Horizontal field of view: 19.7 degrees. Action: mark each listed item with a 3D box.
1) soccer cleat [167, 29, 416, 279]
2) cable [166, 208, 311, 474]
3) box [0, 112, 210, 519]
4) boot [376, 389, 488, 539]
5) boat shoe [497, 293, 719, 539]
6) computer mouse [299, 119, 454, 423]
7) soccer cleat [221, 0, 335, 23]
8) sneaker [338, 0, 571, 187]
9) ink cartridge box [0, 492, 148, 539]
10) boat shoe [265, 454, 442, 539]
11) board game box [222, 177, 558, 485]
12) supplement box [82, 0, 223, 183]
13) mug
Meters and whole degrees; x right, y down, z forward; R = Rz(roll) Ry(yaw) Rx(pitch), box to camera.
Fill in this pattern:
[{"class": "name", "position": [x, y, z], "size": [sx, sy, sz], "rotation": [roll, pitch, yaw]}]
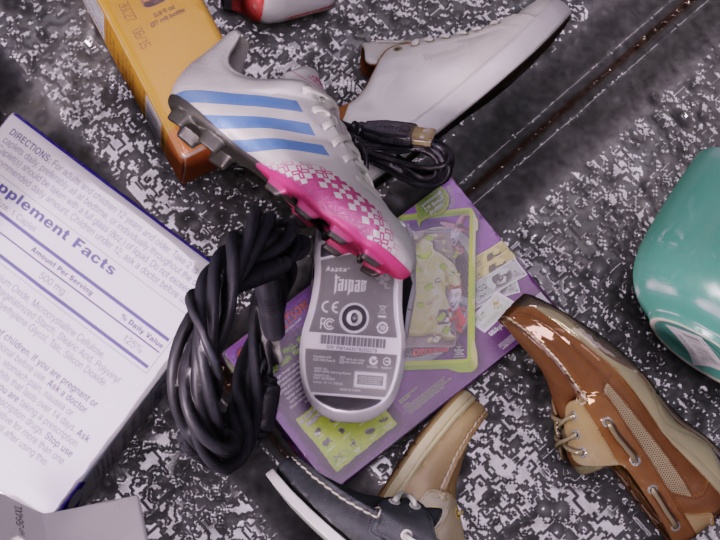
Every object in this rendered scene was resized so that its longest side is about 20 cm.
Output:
[{"class": "soccer cleat", "position": [-0.031, -0.078, 1.317], "size": [0.200, 0.070, 0.087], "rotation": [37, 82, 11]}, {"class": "cable", "position": [-0.069, 0.043, 1.266], "size": [0.050, 0.200, 0.164], "rotation": [18, 81, 11]}, {"class": "box", "position": [-0.210, 0.039, 1.329], "size": [0.183, 0.105, 0.200], "rotation": [37, 76, 4]}, {"class": "boot", "position": [0.072, 0.194, 1.331], "size": [0.155, 0.073, 0.201], "rotation": [29, 79, 6]}, {"class": "boat shoe", "position": [0.163, 0.101, 1.359], "size": [0.200, 0.076, 0.074], "rotation": [43, 86, -3]}, {"class": "computer mouse", "position": [0.000, 0.000, 1.357], "size": [0.109, 0.044, 0.202], "rotation": [5, 83, 10]}, {"class": "soccer cleat", "position": [-0.061, -0.269, 1.443], "size": [0.085, 0.069, 0.202], "rotation": [-3, 80, -15]}, {"class": "sneaker", "position": [0.052, -0.141, 1.414], "size": [0.199, 0.073, 0.085], "rotation": [-36, 85, -11]}, {"class": "ink cartridge box", "position": [-0.172, 0.238, 1.223], "size": [0.124, 0.129, 0.201], "rotation": [-11, 118, -8]}, {"class": "boat shoe", "position": [0.033, 0.170, 1.268], "size": [0.200, 0.076, 0.060], "rotation": [39, 88, -1]}, {"class": "board game box", "position": [0.021, 0.043, 1.390], "size": [0.200, 0.032, 0.120], "rotation": [-37, 85, -13]}, {"class": "supplement box", "position": [-0.138, -0.165, 1.407], "size": [0.066, 0.069, 0.201], "rotation": [-26, 82, -12]}, {"class": "mug", "position": [0.268, 0.019, 1.356], "size": [0.184, 0.152, 0.115], "rotation": [35, 79, 3]}]
